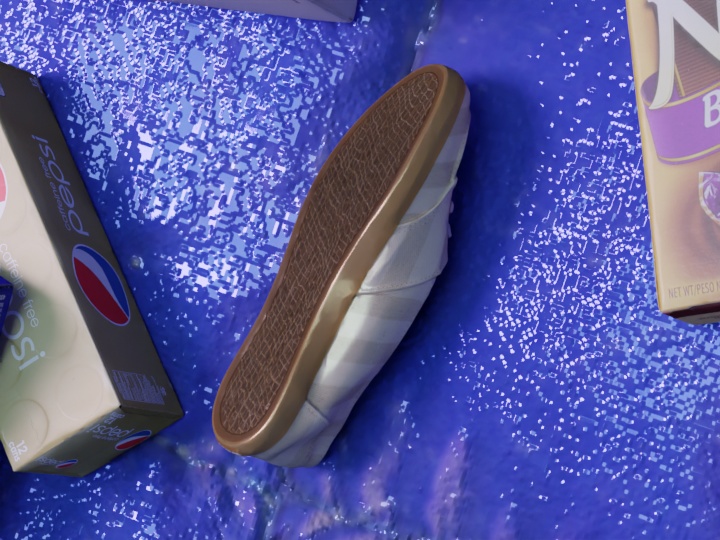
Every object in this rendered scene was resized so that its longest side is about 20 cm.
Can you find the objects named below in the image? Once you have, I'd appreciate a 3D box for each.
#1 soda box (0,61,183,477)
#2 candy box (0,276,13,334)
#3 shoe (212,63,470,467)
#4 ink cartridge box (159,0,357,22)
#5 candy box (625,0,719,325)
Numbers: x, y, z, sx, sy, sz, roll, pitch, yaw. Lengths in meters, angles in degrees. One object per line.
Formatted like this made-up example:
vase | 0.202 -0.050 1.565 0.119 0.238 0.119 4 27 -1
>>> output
soda box | -0.163 -0.002 1.074 0.067 0.064 0.201 -31 71 17
candy box | -0.266 0.063 1.065 0.169 0.077 0.201 31 111 33
shoe | 0.000 0.000 1.012 0.201 0.053 0.070 -61 33 1
ink cartridge box | -0.105 -0.211 1.032 0.198 0.144 0.149 9 86 25
candy box | 0.177 -0.085 0.936 0.116 0.056 0.202 -10 77 24
